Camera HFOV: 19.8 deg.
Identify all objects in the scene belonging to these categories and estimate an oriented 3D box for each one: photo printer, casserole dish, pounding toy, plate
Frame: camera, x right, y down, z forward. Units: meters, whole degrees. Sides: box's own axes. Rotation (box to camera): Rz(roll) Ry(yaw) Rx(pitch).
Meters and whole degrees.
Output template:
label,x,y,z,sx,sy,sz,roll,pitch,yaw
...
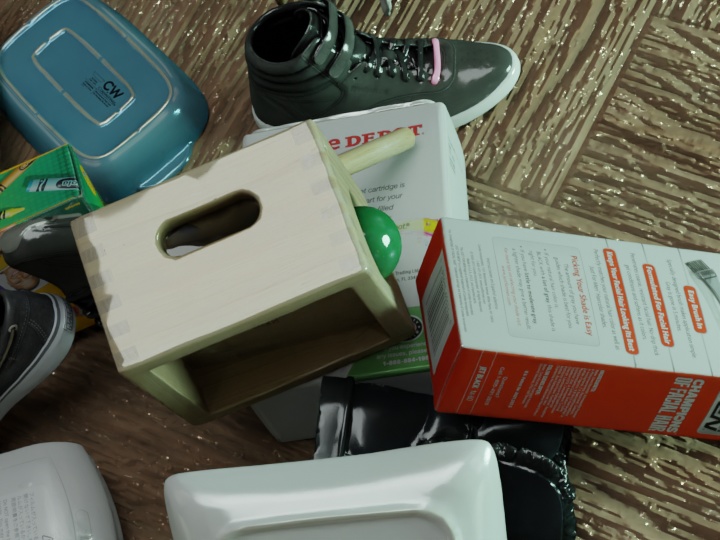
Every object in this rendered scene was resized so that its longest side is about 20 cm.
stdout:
label,x,y,z,sx,sy,sz,roll,pitch,yaw
photo printer,-0.250,0.206,1.355,0.199,0.070,0.167,-17,59,6
casserole dish,-0.202,-0.136,1.546,0.121,0.039,0.200,-42,60,-7
pounding toy,-0.051,-0.017,1.269,0.199,0.184,0.143,-23,71,5
plate,-0.007,0.207,1.222,0.199,0.201,0.032,-7,16,6

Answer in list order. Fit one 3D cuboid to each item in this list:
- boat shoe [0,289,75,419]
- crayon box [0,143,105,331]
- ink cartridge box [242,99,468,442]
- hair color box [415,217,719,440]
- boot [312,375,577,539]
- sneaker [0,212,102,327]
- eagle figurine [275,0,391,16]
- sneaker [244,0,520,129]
label,x,y,z,sx,sy,sz,roll,pitch,yaw
boat shoe,-0.274,0.082,1.388,0.200,0.066,0.070,-41,50,26
crayon box,-0.263,0.005,1.435,0.199,0.119,0.058,-23,47,3
ink cartridge box,0.000,0.000,1.384,0.144,0.084,0.201,-9,61,12
hair color box,0.141,0.037,1.271,0.199,0.064,0.111,7,44,-13
boot,0.049,0.166,1.280,0.167,0.076,0.201,6,86,2
sneaker,-0.148,0.013,1.370,0.075,0.199,0.080,-15,67,48
eagle figurine,0.002,-0.291,1.491,0.200,0.151,0.152,-48,26,-10
sneaker,0.009,-0.146,1.453,0.199,0.099,0.071,-6,59,12
